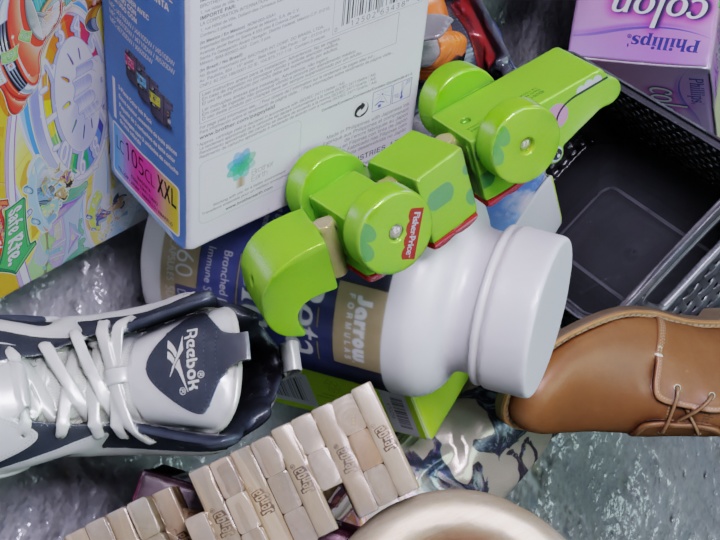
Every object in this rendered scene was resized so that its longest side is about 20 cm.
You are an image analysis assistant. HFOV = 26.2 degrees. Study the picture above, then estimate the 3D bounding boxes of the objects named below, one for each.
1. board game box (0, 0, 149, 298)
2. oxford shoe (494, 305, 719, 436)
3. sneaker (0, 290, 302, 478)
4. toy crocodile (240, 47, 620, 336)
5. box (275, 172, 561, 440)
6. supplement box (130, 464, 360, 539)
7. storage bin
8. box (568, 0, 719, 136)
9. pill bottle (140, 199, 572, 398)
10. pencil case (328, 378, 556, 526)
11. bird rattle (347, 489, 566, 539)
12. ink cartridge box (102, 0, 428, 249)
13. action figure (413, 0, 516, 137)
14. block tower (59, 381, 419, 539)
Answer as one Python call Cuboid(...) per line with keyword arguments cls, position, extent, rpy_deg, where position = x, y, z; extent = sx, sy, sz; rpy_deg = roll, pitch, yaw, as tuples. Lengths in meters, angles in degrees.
Cuboid(cls="board game box", position=(-0.139, -0.089, 0.681), extent=(0.134, 0.034, 0.201), rpy_deg=(-35, 146, -44))
Cuboid(cls="oxford shoe", position=(0.169, 0.064, 0.863), extent=(0.199, 0.071, 0.072), rpy_deg=(-7, 125, -26))
Cuboid(cls="sneaker", position=(-0.112, 0.047, 0.694), extent=(0.199, 0.129, 0.080), rpy_deg=(10, 67, -40))
Cuboid(cls="toy crocodile", position=(0.033, -0.040, 0.703), extent=(0.200, 0.067, 0.062), rpy_deg=(-34, 128, -19))
Cuboid(cls="box", position=(0.030, -0.001, 0.898), extent=(0.200, 0.121, 0.048), rpy_deg=(-55, 140, -33))
Cuboid(cls="supplement box", position=(-0.027, 0.178, 0.764), extent=(0.086, 0.199, 0.111), rpy_deg=(100, 7, -84))
Cuboid(cls="storage bin", position=(0.154, -0.034, 0.974), extent=(0.135, 0.200, 0.094), rpy_deg=(-46, 133, -1))
Cuboid(cls="box", position=(0.217, -0.211, 1.101), extent=(0.176, 0.096, 0.201), rpy_deg=(41, 57, -71))
Cuboid(cls="pill bottle", position=(0.000, 0.000, 0.782), extent=(0.111, 0.199, 0.112), rpy_deg=(14, 90, -73))
Cuboid(cls="pencil case", position=(0.030, 0.122, 0.875), extent=(0.200, 0.078, 0.090), rpy_deg=(-45, 119, -22))
Cuboid(cls="bird rattle", position=(0.030, 0.178, 0.693), extent=(0.113, 0.199, 0.164), rpy_deg=(76, 38, -68))
Cuboid(cls="ink cartridge box", position=(-0.039, -0.126, 0.670), extent=(0.136, 0.076, 0.201), rpy_deg=(-27, 144, -30))
Cuboid(cls="action figure", position=(0.020, -0.152, 0.889), extent=(0.194, 0.104, 0.201), rpy_deg=(71, -5, -66))
Cuboid(cls="block tower", position=(-0.074, 0.121, 0.699), extent=(0.054, 0.199, 0.058), rpy_deg=(95, -31, -81))
